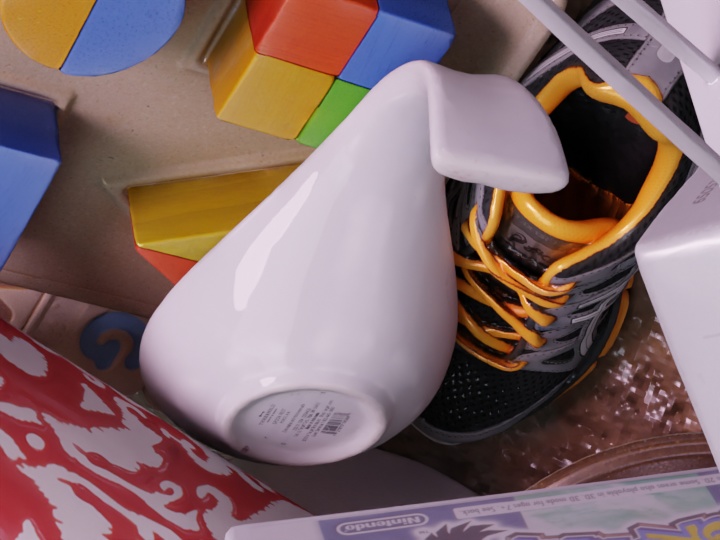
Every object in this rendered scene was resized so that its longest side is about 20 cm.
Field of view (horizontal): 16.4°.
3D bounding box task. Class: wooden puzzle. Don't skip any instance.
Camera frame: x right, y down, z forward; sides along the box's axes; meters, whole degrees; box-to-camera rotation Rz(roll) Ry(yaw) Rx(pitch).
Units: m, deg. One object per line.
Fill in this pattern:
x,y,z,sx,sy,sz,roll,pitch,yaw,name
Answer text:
-0.063,-0.049,0.740,0.199,0.046,0.185,18,130,-22,wooden puzzle

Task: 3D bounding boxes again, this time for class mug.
-0.093,0.115,0.750,0.200,0.178,0.133,38,144,-18,mug

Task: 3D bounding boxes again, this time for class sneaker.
0.056,-0.014,0.787,0.078,0.077,0.200,33,127,7,sneaker

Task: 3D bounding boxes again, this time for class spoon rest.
0.000,0.000,0.746,0.099,0.061,0.200,11,146,-21,spoon rest

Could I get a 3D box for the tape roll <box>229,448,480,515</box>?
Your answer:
-0.007,0.165,0.918,0.202,0.071,0.203,13,120,23,tape roll

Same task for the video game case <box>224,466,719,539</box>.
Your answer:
0.074,0.106,0.652,0.199,0.182,0.023,-6,115,-9,video game case

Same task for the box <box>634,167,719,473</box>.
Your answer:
0.207,-0.007,0.631,0.198,0.200,0.131,-14,106,33,box

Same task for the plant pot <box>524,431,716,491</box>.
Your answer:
0.112,0.176,0.739,0.199,0.198,0.201,0,108,1,plant pot

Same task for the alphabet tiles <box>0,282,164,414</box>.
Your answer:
-0.086,-0.022,0.813,0.195,0.015,0.200,26,106,-26,alphabet tiles

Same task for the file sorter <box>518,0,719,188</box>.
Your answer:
0.093,-0.133,0.571,0.139,0.200,0.124,-36,128,24,file sorter
